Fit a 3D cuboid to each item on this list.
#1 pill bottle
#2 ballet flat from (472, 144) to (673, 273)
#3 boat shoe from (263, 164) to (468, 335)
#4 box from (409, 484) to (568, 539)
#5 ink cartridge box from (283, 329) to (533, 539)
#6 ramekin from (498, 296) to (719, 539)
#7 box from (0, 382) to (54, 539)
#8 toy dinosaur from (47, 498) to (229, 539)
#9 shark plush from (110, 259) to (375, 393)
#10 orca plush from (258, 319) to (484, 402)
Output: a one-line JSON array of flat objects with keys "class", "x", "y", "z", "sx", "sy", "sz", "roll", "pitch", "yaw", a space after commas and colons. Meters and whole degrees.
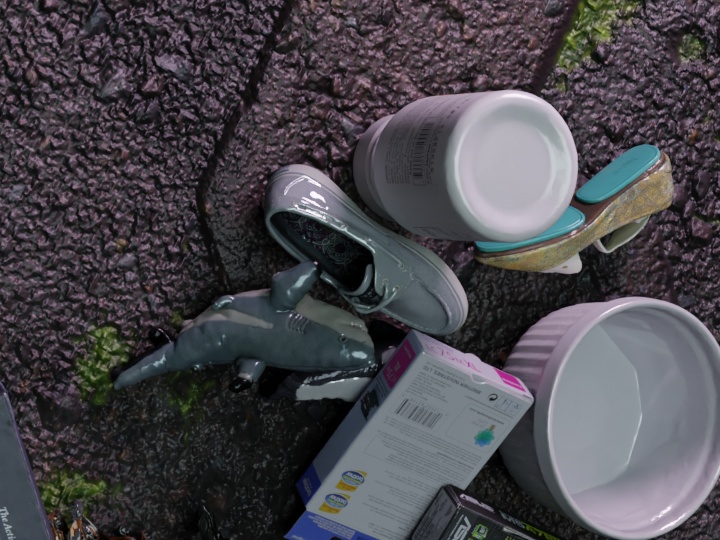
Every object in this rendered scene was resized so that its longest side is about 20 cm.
[{"class": "pill bottle", "x": 0.074, "y": -0.081, "z": 1.618, "sx": 0.114, "sy": 0.200, "sz": 0.115, "roll": -1, "pitch": 93, "yaw": -25}, {"class": "ballet flat", "x": 0.187, "y": -0.036, "z": 1.751, "sx": 0.200, "sy": 0.071, "sz": 0.071, "roll": -30, "pitch": 104, "yaw": -21}, {"class": "boat shoe", "x": 0.000, "y": -0.001, "z": 1.648, "sx": 0.201, "sy": 0.070, "sz": 0.072, "roll": 38, "pitch": 35, "yaw": -16}, {"class": "box", "x": 0.102, "y": 0.299, "z": 1.703, "sx": 0.193, "sy": 0.048, "sz": 0.200, "roll": 25, "pitch": 102, "yaw": -25}, {"class": "ink cartridge box", "x": 0.034, "y": 0.151, "z": 1.662, "sx": 0.119, "sy": 0.042, "sz": 0.200, "roll": 25, "pitch": 108, "yaw": -31}, {"class": "ramekin", "x": 0.205, "y": 0.119, "z": 1.732, "sx": 0.200, "sy": 0.105, "sz": 0.201, "roll": -3, "pitch": 95, "yaw": -32}, {"class": "box", "x": -0.323, "y": 0.200, "z": 1.480, "sx": 0.199, "sy": 0.117, "sz": 0.197, "roll": -18, "pitch": 101, "yaw": -13}, {"class": "toy dinosaur", "x": -0.160, "y": 0.253, "z": 1.600, "sx": 0.136, "sy": 0.102, "sz": 0.200, "roll": -35, "pitch": 122, "yaw": 6}, {"class": "shark plush", "x": -0.093, "y": 0.056, "z": 1.599, "sx": 0.199, "sy": 0.091, "sz": 0.083, "roll": -6, "pitch": 55, "yaw": -13}, {"class": "orca plush", "x": 0.013, "y": 0.078, "z": 1.690, "sx": 0.199, "sy": 0.071, "sz": 0.105, "roll": -7, "pitch": 140, "yaw": -14}]
